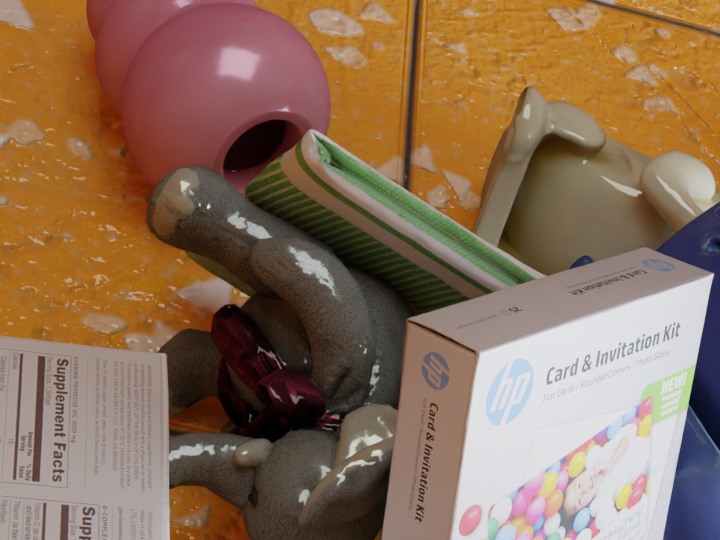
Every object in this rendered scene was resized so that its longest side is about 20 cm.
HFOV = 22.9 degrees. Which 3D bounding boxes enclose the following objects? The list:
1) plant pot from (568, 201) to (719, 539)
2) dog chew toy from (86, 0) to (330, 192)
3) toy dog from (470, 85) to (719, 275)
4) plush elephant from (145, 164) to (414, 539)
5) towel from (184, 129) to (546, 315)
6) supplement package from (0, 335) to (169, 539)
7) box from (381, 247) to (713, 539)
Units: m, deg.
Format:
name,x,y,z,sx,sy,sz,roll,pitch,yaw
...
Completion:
name,x,y,z,sx,sy,sz,roll,pitch,yaw
plant pot,0.206,0.085,0.889,0.180,0.200,0.200,-17,37,-5
dog chew toy,-0.103,-0.125,1.073,0.125,0.125,0.200,-11,44,-30
toy dog,0.166,-0.011,1.069,0.200,0.140,0.194,20,7,1
plush elephant,-0.036,0.077,0.858,0.200,0.165,0.155,20,46,2
towel,0.000,0.000,0.916,0.153,0.200,0.023,31,68,-10
supplement package,-0.148,0.147,0.718,0.111,0.200,0.156,8,45,-14
box,0.072,0.101,0.736,0.041,0.200,0.156,23,26,39
